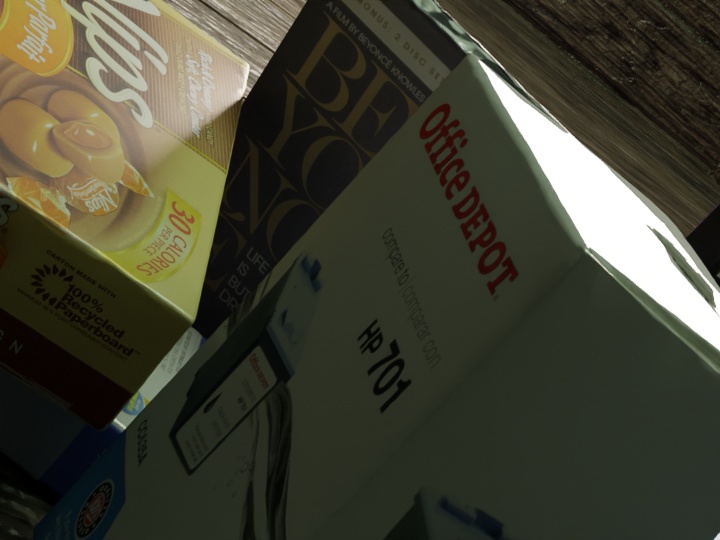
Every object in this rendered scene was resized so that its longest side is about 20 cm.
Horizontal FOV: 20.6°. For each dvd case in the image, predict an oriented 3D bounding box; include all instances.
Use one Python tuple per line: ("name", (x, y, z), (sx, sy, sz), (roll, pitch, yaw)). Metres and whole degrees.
("dvd case", (0.000, 0.000, 0.733), (0.149, 0.200, 0.016), (46, 36, 13))

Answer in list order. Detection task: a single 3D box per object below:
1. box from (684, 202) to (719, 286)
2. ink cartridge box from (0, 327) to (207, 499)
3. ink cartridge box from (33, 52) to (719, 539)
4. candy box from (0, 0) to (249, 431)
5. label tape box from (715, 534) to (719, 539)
("box", (0.184, 0.062, 1.053), (0.143, 0.200, 0.036), (34, 16, -32))
("ink cartridge box", (-0.121, 0.011, 0.671), (0.199, 0.042, 0.119), (38, 15, -10))
("ink cartridge box", (0.004, 0.059, 0.530), (0.086, 0.200, 0.147), (37, 14, -21))
("candy box", (-0.104, -0.046, 0.661), (0.115, 0.055, 0.200), (36, 23, -16))
("label tape box", (0.080, 0.138, 0.503), (0.066, 0.200, 0.144), (33, 15, -27))
